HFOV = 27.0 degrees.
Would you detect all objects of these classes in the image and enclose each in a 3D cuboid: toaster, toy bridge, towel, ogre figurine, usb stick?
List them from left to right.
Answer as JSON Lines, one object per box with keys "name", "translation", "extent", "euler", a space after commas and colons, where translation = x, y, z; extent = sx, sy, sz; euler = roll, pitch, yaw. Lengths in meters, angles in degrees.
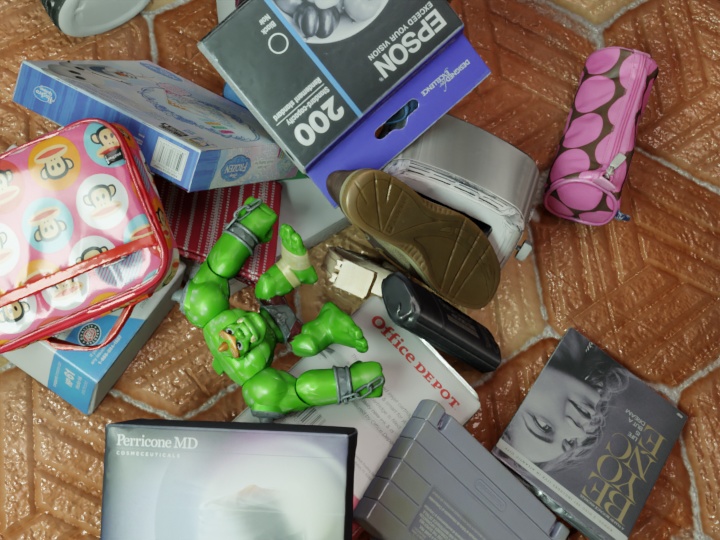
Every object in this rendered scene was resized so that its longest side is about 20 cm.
{"name": "towel", "translation": [-0.169, -0.064, 1.374], "extent": [0.198, 0.023, 0.146], "euler": [20, 42, -16]}
{"name": "ogre figurine", "translation": [-0.076, 0.048, 1.296], "extent": [0.119, 0.098, 0.201], "euler": [-34, 101, -12]}
{"name": "toy bridge", "translation": [0.000, 0.000, 1.384], "extent": [0.067, 0.200, 0.028], "euler": [23, 96, 11]}
{"name": "toaster", "translation": [0.077, -0.075, 1.447], "extent": [0.198, 0.114, 0.130], "euler": [25, 33, -8]}
{"name": "usb stick", "translation": [0.077, 0.051, 1.381], "extent": [0.032, 0.200, 0.056], "euler": [-35, 60, 15]}

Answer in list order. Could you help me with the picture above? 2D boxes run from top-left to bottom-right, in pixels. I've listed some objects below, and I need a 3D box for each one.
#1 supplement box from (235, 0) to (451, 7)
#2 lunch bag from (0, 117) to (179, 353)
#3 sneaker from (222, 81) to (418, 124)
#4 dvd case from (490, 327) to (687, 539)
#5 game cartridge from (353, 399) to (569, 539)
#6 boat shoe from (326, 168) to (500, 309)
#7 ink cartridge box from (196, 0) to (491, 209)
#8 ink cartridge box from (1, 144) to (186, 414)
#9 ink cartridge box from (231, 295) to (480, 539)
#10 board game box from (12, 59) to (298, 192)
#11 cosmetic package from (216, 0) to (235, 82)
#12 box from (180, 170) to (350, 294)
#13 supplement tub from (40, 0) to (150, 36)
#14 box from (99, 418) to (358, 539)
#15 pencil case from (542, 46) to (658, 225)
{"name": "supplement box", "translation": [-0.012, -0.293, 1.410], "extent": [0.197, 0.110, 0.087], "euler": [8, 67, -11]}
{"name": "lunch bag", "translation": [-0.255, -0.015, 1.242], "extent": [0.198, 0.082, 0.178], "euler": [-23, 90, 4]}
{"name": "sneaker", "translation": [-0.042, -0.167, 1.427], "extent": [0.197, 0.067, 0.079], "euler": [1, 32, 12]}
{"name": "dvd case", "translation": [0.220, 0.158, 1.424], "extent": [0.148, 0.016, 0.200], "euler": [37, 46, 3]}
{"name": "game cartridge", "translation": [0.089, 0.225, 1.322], "extent": [0.200, 0.038, 0.130], "euler": [45, 71, -24]}
{"name": "boat shoe", "translation": [0.047, -0.033, 1.367], "extent": [0.199, 0.072, 0.073], "euler": [32, 84, -32]}
{"name": "ink cartridge box", "translation": [-0.010, -0.190, 1.339], "extent": [0.198, 0.043, 0.200], "euler": [-41, 104, 0]}
{"name": "ink cartridge box", "translation": [-0.280, 0.007, 1.345], "extent": [0.199, 0.085, 0.145], "euler": [33, 61, 3]}
{"name": "ink cartridge box", "translation": [-0.010, 0.145, 1.356], "extent": [0.147, 0.083, 0.200], "euler": [45, 62, 8]}
{"name": "board game box", "translation": [-0.178, -0.136, 1.366], "extent": [0.198, 0.044, 0.198], "euler": [28, 19, 20]}
{"name": "cosmetic package", "translation": [-0.043, -0.293, 1.535], "extent": [0.197, 0.123, 0.202], "euler": [-2, 66, -15]}
{"name": "box", "translation": [-0.110, -0.070, 1.457], "extent": [0.199, 0.036, 0.145], "euler": [-31, 76, -28]}
{"name": "supplement tub", "translation": [-0.292, -0.345, 1.488], "extent": [0.121, 0.123, 0.201], "euler": [-24, 74, -24]}
{"name": "box", "translation": [-0.106, 0.224, 1.209], "extent": [0.197, 0.123, 0.202], "euler": [2, 85, 3]}
{"name": "pencil case", "translation": [0.257, -0.145, 1.564], "extent": [0.090, 0.094, 0.202], "euler": [21, 61, -5]}
